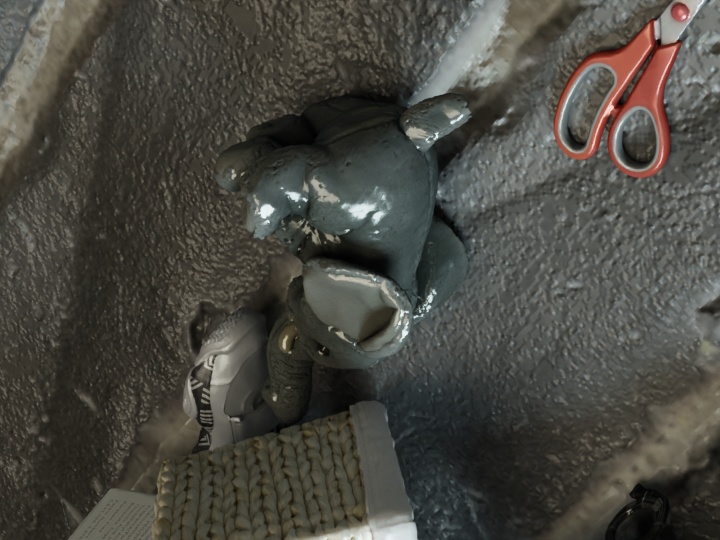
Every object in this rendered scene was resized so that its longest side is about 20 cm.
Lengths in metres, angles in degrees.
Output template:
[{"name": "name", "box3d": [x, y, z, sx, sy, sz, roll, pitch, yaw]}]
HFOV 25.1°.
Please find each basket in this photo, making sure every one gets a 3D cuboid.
[{"name": "basket", "box3d": [-0.032, 0.215, 0.995, 0.159, 0.200, 0.200, -13, 106, -3]}]

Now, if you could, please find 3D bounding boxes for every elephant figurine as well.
[{"name": "elephant figurine", "box3d": [0.000, 0.000, 1.012, 0.155, 0.141, 0.202, 23, 135, 62]}]

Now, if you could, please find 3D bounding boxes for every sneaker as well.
[{"name": "sneaker", "box3d": [-0.063, 0.122, 1.133, 0.114, 0.075, 0.201, 26, 128, 19]}]

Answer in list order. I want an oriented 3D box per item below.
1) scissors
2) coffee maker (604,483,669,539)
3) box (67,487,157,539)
[{"name": "scissors", "box3d": [0.167, -0.139, 0.903, 0.073, 0.014, 0.201, 32, 126, 18]}, {"name": "coffee maker", "box3d": [0.198, 0.276, 0.989, 0.200, 0.135, 0.192, 41, 89, -11]}, {"name": "box", "box3d": [-0.147, 0.298, 1.148, 0.130, 0.200, 0.200, 1, 131, 42]}]
